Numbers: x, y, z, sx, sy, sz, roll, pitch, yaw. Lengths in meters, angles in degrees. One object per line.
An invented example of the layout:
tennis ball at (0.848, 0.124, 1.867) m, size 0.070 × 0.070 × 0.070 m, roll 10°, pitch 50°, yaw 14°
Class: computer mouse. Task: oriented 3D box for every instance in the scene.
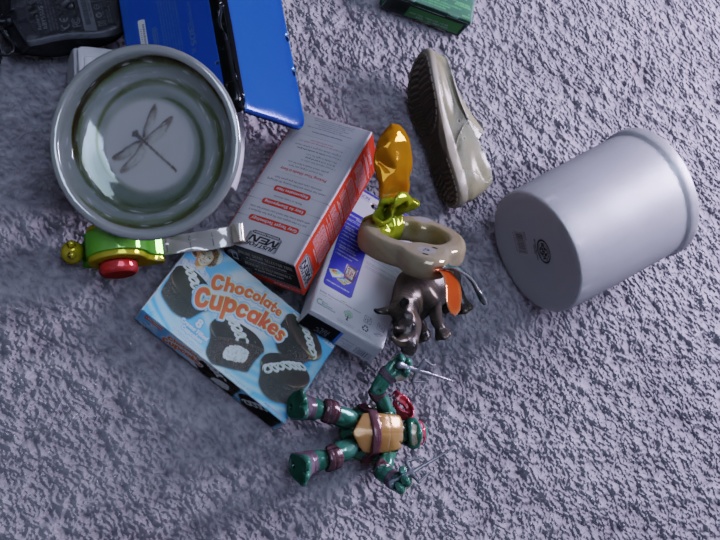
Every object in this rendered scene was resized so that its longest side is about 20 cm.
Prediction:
computer mouse at (-0.349, -0.289, 1.419) m, size 0.197 × 0.053 × 0.141 m, roll -8°, pitch 73°, yaw -15°

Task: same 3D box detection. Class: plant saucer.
plant saucer at (-0.222, -0.131, 1.314) m, size 0.197 × 0.050 × 0.204 m, roll 0°, pitch 88°, yaw -2°

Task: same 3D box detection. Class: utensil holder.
utensil holder at (0.289, -0.061, 1.548) m, size 0.198 × 0.170 × 0.172 m, roll -27°, pitch 83°, yaw -28°

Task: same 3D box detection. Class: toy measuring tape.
toy measuring tape at (-0.222, -0.032, 1.339) m, size 0.197 × 0.074 × 0.075 m, roll -7°, pitch 73°, yaw -3°

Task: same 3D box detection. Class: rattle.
rattle at (0.080, -0.056, 1.378) m, size 0.129 × 0.200 × 0.145 m, roll 19°, pitch 102°, yaw -23°

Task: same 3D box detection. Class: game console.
game console at (-0.169, -0.249, 1.423) m, size 0.168 × 0.118 × 0.203 m, roll -13°, pitch 71°, yaw 4°

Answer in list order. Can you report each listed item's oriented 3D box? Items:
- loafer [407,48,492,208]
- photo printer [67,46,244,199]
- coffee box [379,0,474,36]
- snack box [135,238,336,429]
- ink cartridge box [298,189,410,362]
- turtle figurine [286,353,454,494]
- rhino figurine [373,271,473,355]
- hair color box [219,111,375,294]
loafer at (0.113, -0.179, 1.570) m, size 0.067 × 0.075 × 0.203 m, roll -11°, pitch 86°, yaw -28°
photo printer at (-0.227, -0.161, 1.412) m, size 0.197 × 0.069 × 0.169 m, roll 2°, pitch 69°, yaw -24°
coffee box at (0.098, -0.420, 1.662) m, size 0.121 × 0.044 × 0.203 m, roll 15°, pitch 67°, yaw -19°
snack box at (-0.136, 0.067, 1.389) m, size 0.199 × 0.037 × 0.117 m, roll 39°, pitch 60°, yaw -7°
ink cartridge box at (0.000, 0.000, 1.458) m, size 0.099 × 0.039 × 0.202 m, roll 29°, pitch 50°, yaw -13°
turtle figurine at (0.017, 0.178, 1.382) m, size 0.197 × 0.101 × 0.152 m, roll 0°, pitch 66°, yaw -27°
rhino figurine at (0.068, 0.037, 1.426) m, size 0.088 × 0.059 × 0.200 m, roll 67°, pitch 30°, yaw -12°
hair color box at (-0.067, -0.080, 1.436) m, size 0.100 × 0.062 × 0.201 m, roll 18°, pitch 60°, yaw 21°
